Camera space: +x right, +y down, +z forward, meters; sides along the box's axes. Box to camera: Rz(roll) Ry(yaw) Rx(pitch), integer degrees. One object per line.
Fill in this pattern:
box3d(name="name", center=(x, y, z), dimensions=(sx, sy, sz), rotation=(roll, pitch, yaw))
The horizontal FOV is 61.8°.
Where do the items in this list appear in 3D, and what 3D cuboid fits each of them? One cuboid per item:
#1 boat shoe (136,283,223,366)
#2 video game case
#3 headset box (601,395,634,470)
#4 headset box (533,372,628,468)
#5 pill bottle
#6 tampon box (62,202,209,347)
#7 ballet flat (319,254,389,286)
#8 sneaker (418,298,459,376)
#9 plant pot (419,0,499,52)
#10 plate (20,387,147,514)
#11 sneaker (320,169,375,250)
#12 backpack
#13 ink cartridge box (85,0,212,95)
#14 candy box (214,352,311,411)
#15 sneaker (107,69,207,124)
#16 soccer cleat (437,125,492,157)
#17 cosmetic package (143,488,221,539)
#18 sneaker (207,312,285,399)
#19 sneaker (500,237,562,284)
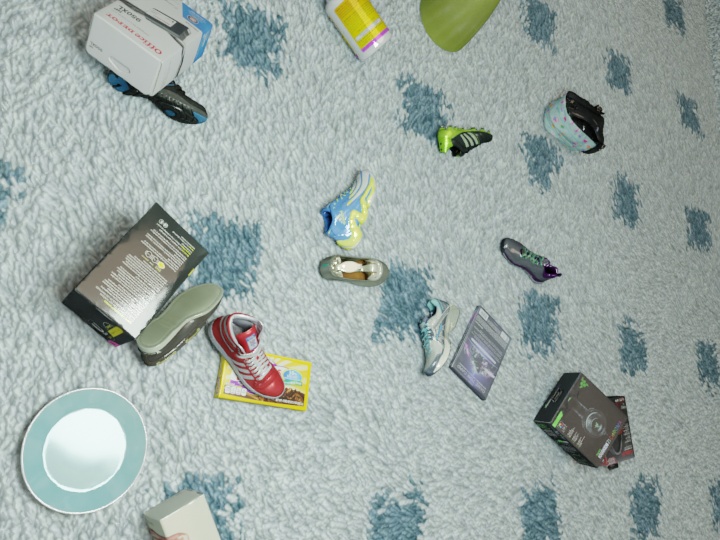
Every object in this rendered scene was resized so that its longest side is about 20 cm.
box3d(name="boat shoe", center=(-0.334, 0.098, 1.127), dimensions=(0.071, 0.061, 0.201), rotation=(26, 44, 21))
box3d(name="video game case", center=(0.319, 0.216, 1.586), dimensions=(0.143, 0.019, 0.202), rotation=(44, 60, -19))
box3d(name="headset box", center=(0.729, 0.483, 1.782), dimensions=(0.146, 0.075, 0.205), rotation=(0, 79, -34))
box3d(name="headset box", center=(0.600, 0.403, 1.655), dimensions=(0.200, 0.093, 0.175), rotation=(43, 73, -4))
box3d(name="pill bottle", center=(-0.017, -0.627, 1.478), dimensions=(0.201, 0.104, 0.105), rotation=(51, 57, -15))
box3d(name="tampon box", center=(-0.391, 0.012, 1.048), dimensions=(0.126, 0.149, 0.201), rotation=(44, 59, -18))
box3d(name="ballet flat", center=(0.000, 0.000, 1.379), dimensions=(0.197, 0.063, 0.069), rotation=(3, 78, -35))
box3d(name="sneaker", center=(0.175, 0.161, 1.474), dimensions=(0.085, 0.078, 0.203), rotation=(28, 58, -14))
box3d(name="plant pot", center=(0.297, -0.743, 1.667), dimensions=(0.184, 0.199, 0.191), rotation=(9, 75, -33))
box3d(name="plate", center=(-0.461, 0.301, 1.012), dimensions=(0.197, 0.025, 0.205), rotation=(8, 75, -33))
box3d(name="sneaker", center=(-0.030, -0.154, 1.385), dimensions=(0.104, 0.075, 0.204), rotation=(22, 69, -29))
box3d(name="backpack", center=(0.689, -0.476, 1.932), dimensions=(0.198, 0.126, 0.170), rotation=(25, 55, -27))
box3d(name="ink cartridge box", center=(-0.393, -0.440, 1.133), dimensions=(0.143, 0.084, 0.202), rotation=(33, 43, -9))
box3d(name="candy box", center=(-0.193, 0.220, 1.219), dimensions=(0.197, 0.026, 0.104), rotation=(17, 67, -32))
box3d(name="sneaker", center=(-0.386, -0.361, 1.180), dimensions=(0.198, 0.073, 0.083), rotation=(27, 64, -29))
box3d(name="soccer cleat", center=(0.289, -0.356, 1.669), dimensions=(0.197, 0.067, 0.083), rotation=(-6, 101, -35))
box3d(name="cosmetic package", center=(-0.291, 0.497, 1.043), dimensions=(0.086, 0.103, 0.204), rotation=(-21, 91, -37))
box3d(name="sneaker", center=(-0.200, 0.163, 1.142), dimensions=(0.201, 0.112, 0.071), rotation=(49, 53, -13))
box3d(name="sneaker", center=(0.489, -0.038, 1.718), dimensions=(0.198, 0.087, 0.076), rotation=(33, 63, -25))
